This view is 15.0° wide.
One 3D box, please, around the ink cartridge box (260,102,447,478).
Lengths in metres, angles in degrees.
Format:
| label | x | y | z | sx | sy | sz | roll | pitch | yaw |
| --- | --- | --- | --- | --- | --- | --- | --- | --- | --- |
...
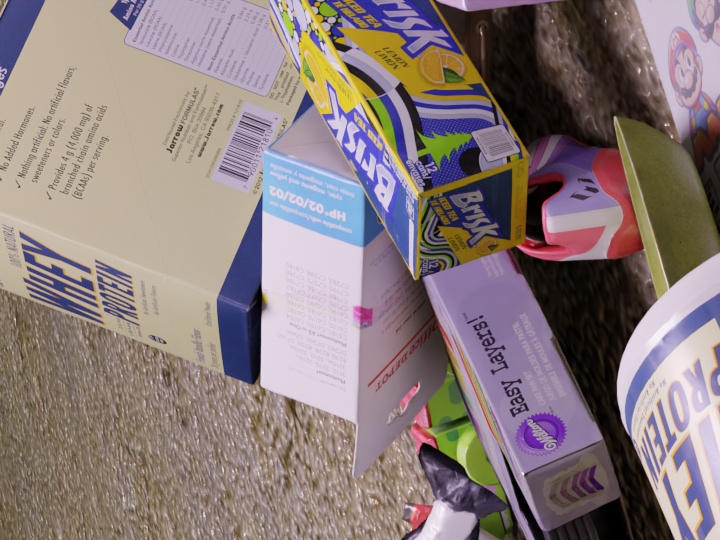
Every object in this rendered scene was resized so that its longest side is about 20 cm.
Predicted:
| label | x | y | z | sx | sy | sz | roll | pitch | yaw |
| --- | --- | --- | --- | --- | --- | --- | --- | --- | --- |
| ink cartridge box | 0.000 | 0.000 | 1.510 | 0.067 | 0.115 | 0.201 | 20 | 129 | 23 |

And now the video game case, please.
| label | x | y | z | sx | sy | sz | roll | pitch | yaw |
| --- | --- | --- | --- | --- | --- | --- | --- | --- | --- |
| video game case | 0.175 | -0.131 | 1.233 | 0.200 | 0.024 | 0.183 | 114 | 144 | -60 |

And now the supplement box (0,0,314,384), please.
| label | x | y | z | sx | sy | sz | roll | pitch | yaw |
| --- | --- | --- | --- | --- | --- | --- | --- | --- | --- |
| supplement box | -0.117 | -0.075 | 1.576 | 0.134 | 0.199 | 0.201 | 92 | -161 | -69 |

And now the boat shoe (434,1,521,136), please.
| label | x | y | z | sx | sy | sz | roll | pitch | yaw |
| --- | --- | --- | --- | --- | --- | --- | --- | --- | --- |
| boat shoe | 0.058 | -0.081 | 1.563 | 0.074 | 0.066 | 0.201 | -118 | 13 | -46 |

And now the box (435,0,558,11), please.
| label | x | y | z | sx | sy | sz | roll | pitch | yaw |
| --- | --- | --- | --- | --- | --- | --- | --- | --- | --- |
| box | 0.059 | -0.239 | 1.440 | 0.200 | 0.096 | 0.177 | -147 | 51 | -69 |

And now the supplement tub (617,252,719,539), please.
| label | x | y | z | sx | sy | sz | roll | pitch | yaw |
| --- | --- | --- | --- | --- | --- | --- | --- | --- | --- |
| supplement tub | 0.196 | 0.097 | 1.062 | 0.145 | 0.144 | 0.201 | 103 | 153 | -49 |

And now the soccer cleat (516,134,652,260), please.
| label | x | y | z | sx | sy | sz | roll | pitch | yaw |
| --- | --- | --- | --- | --- | --- | --- | --- | --- | --- |
| soccer cleat | 0.098 | -0.035 | 1.434 | 0.200 | 0.076 | 0.067 | -171 | 74 | -72 |

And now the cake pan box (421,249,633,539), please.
| label | x | y | z | sx | sy | sz | roll | pitch | yaw |
| --- | --- | --- | --- | --- | --- | --- | --- | --- | --- |
| cake pan box | 0.093 | 0.085 | 1.452 | 0.185 | 0.052 | 0.201 | 67 | 179 | -50 |

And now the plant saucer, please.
| label | x | y | z | sx | sy | sz | roll | pitch | yaw |
| --- | --- | --- | --- | --- | --- | --- | --- | --- | --- |
| plant saucer | 0.157 | 0.022 | 1.256 | 0.200 | 0.031 | 0.202 | -15 | -90 | -85 |

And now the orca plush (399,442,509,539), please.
| label | x | y | z | sx | sy | sz | roll | pitch | yaw |
| --- | --- | --- | --- | --- | --- | --- | --- | --- | --- |
| orca plush | 0.008 | 0.185 | 1.571 | 0.071 | 0.104 | 0.201 | -105 | 31 | -66 |

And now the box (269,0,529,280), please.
| label | x | y | z | sx | sy | sz | roll | pitch | yaw |
| --- | --- | --- | --- | --- | --- | --- | --- | --- | --- |
| box | 0.017 | -0.094 | 1.398 | 0.070 | 0.064 | 0.201 | 89 | 158 | -50 |

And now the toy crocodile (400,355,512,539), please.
| label | x | y | z | sx | sy | sz | roll | pitch | yaw |
| --- | --- | --- | --- | --- | --- | --- | --- | --- | --- |
| toy crocodile | 0.049 | 0.075 | 1.638 | 0.067 | 0.061 | 0.201 | -139 | 31 | -63 |

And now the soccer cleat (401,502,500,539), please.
| label | x | y | z | sx | sy | sz | roll | pitch | yaw |
| --- | --- | --- | --- | --- | --- | --- | --- | --- | --- |
| soccer cleat | 0.065 | 0.208 | 1.670 | 0.201 | 0.085 | 0.069 | 80 | -146 | -56 |
